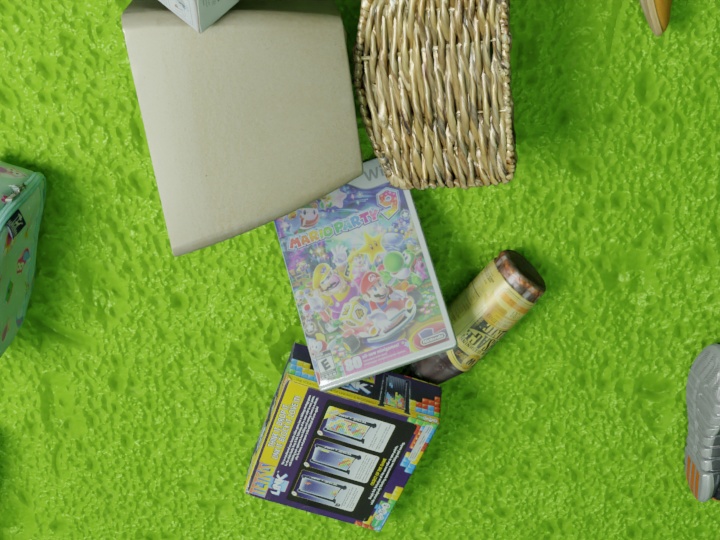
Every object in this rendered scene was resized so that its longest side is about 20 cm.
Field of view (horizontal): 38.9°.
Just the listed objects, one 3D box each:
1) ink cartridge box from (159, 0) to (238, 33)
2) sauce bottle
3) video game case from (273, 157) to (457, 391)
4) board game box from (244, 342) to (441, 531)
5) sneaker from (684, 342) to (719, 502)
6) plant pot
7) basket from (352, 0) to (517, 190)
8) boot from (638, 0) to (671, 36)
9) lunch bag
[{"bbox_3d":[-0.136,-0.316,0.796,0.199,0.084,0.176,40,70,15],"label":"ink cartridge box"},{"bbox_3d":[0.107,0.068,1.065,0.066,0.066,0.201,35,113,-14],"label":"sauce bottle"},{"bbox_3d":[0.000,0.000,1.001,0.141,0.018,0.203,-19,76,8],"label":"video game case"},{"bbox_3d":[-0.022,0.182,1.085,0.163,0.057,0.202,18,131,-6],"label":"board game box"},{"bbox_3d":[0.417,0.160,1.106,0.110,0.078,0.203,-7,123,-2],"label":"sneaker"},{"bbox_3d":[-0.095,-0.155,0.906,0.174,0.200,0.203,-10,113,-2],"label":"plant pot"},{"bbox_3d":[0.068,-0.188,0.922,0.140,0.150,0.203,-3,115,8],"label":"basket"},{"bbox_3d":[0.304,-0.322,0.899,0.141,0.071,0.205,-13,107,8],"label":"boot"},{"bbox_3d":[-0.362,-0.004,0.985,0.076,0.161,0.203,19,117,-3],"label":"lunch bag"}]
